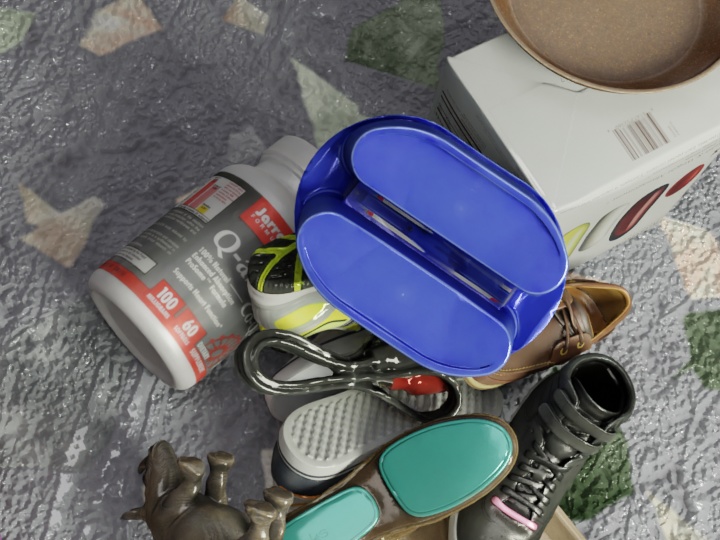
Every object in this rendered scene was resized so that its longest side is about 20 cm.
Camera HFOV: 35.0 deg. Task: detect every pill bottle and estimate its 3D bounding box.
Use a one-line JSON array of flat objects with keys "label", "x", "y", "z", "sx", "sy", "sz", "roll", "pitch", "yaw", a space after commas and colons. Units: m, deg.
[{"label": "pill bottle", "x": -0.103, "y": -0.011, "z": 0.898, "sx": 0.116, "sy": 0.116, "sz": 0.200, "roll": 44, "pitch": 70, "yaw": 11}]

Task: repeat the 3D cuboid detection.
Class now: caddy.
[{"label": "caddy", "x": 0.047, "y": -0.017, "z": 0.771, "sx": 0.200, "sy": 0.105, "sz": 0.142, "roll": 34, "pitch": 99, "yaw": -2}]

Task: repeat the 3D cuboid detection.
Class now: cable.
[{"label": "cable", "x": 0.000, "y": 0.074, "z": 0.833, "sx": 0.199, "sy": 0.050, "sz": 0.097, "roll": -9, "pitch": 92, "yaw": -27}]

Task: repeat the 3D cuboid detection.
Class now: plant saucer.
[{"label": "plant saucer", "x": 0.184, "y": -0.209, "z": 0.841, "sx": 0.200, "sy": 0.037, "sz": 0.201, "roll": 3, "pitch": 67, "yaw": -6}]

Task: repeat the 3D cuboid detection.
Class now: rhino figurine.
[{"label": "rhino figurine", "x": -0.115, "y": 0.174, "z": 0.803, "sx": 0.060, "sy": 0.200, "sz": 0.088, "roll": 8, "pitch": 97, "yaw": -39}]

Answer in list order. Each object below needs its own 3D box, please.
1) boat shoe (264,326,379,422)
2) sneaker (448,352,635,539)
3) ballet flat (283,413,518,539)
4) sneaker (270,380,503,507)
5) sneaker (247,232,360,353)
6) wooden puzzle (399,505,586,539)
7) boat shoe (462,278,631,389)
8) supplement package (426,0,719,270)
[{"label": "boat shoe", "x": 0.008, "y": 0.050, "z": 0.915, "sx": 0.200, "sy": 0.072, "sz": 0.066, "roll": -32, "pitch": 44, "yaw": -5}, {"label": "sneaker", "x": 0.130, "y": 0.135, "z": 0.820, "sx": 0.071, "sy": 0.099, "sz": 0.200, "roll": 35, "pitch": 59, "yaw": 2}, {"label": "ballet flat", "x": 0.022, "y": 0.165, "z": 0.817, "sx": 0.200, "sy": 0.072, "sz": 0.068, "roll": -33, "pitch": 74, "yaw": -1}, {"label": "sneaker", "x": 0.017, "y": 0.127, "z": 0.882, "sx": 0.199, "sy": 0.080, "sz": 0.079, "roll": -11, "pitch": 53, "yaw": -31}, {"label": "sneaker", "x": 0.000, "y": 0.000, "z": 0.876, "sx": 0.199, "sy": 0.077, "sz": 0.075, "roll": -17, "pitch": 41, "yaw": -28}, {"label": "wooden puzzle", "x": 0.080, "y": 0.253, "z": 0.853, "sx": 0.200, "sy": 0.046, "sz": 0.185, "roll": -36, "pitch": 75, "yaw": -14}, {"label": "boat shoe", "x": 0.142, "y": 0.039, "z": 0.880, "sx": 0.200, "sy": 0.067, "sz": 0.072, "roll": -14, "pitch": 86, "yaw": -50}, {"label": "supplement package", "x": 0.166, "y": -0.100, "z": 0.922, "sx": 0.191, "sy": 0.200, "sz": 0.147, "roll": -26, "pitch": 73, "yaw": -16}]
